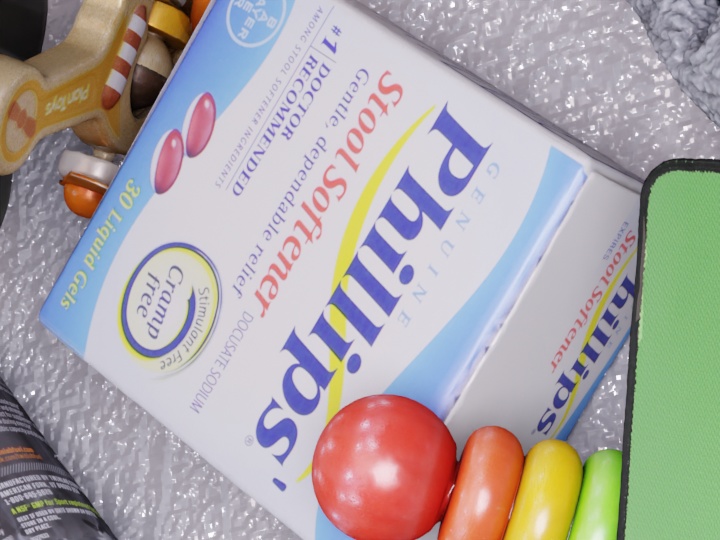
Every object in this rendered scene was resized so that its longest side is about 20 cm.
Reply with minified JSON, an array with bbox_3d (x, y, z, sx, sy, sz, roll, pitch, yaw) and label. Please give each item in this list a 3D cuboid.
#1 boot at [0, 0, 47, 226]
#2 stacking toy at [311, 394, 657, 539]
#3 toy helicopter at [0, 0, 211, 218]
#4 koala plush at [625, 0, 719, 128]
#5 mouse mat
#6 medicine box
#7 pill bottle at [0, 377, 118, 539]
[{"bbox_3d":[-0.202,-0.050,1.168,0.174,0.069,0.201,-24,43,66],"label":"boot"},{"bbox_3d":[0.079,0.092,0.921,0.199,0.085,0.086,18,87,0],"label":"stacking toy"},{"bbox_3d":[-0.118,-0.073,1.088,0.078,0.200,0.133,20,112,15],"label":"toy helicopter"},{"bbox_3d":[0.196,-0.142,0.914,0.200,0.177,0.184,-49,47,17],"label":"koala plush"},{"bbox_3d":[0.155,0.068,0.838,0.160,0.008,0.202,7,96,34],"label":"mouse mat"},{"bbox_3d":[0.000,0.000,1.041,0.200,0.103,0.183,35,98,35],"label":"medicine box"},{"bbox_3d":[-0.192,0.091,1.141,0.106,0.106,0.200,-48,57,13],"label":"pill bottle"}]
